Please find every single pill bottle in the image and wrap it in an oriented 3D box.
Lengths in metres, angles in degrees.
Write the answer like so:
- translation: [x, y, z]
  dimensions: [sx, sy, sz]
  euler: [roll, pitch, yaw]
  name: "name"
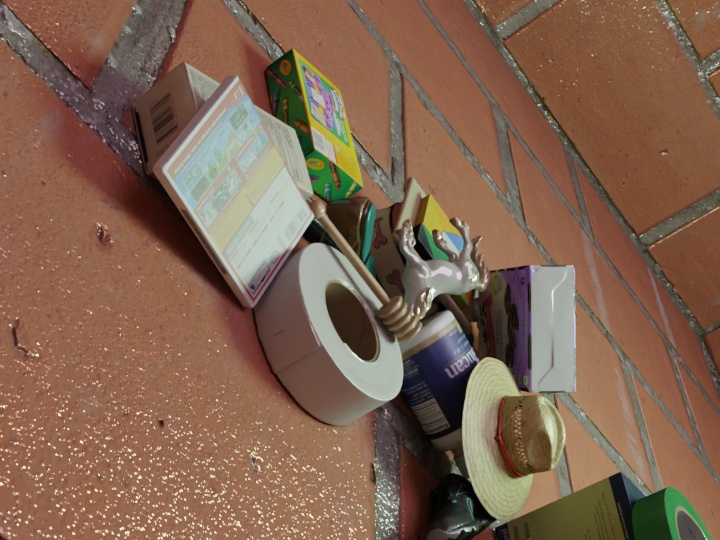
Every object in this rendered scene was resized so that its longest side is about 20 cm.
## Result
- translation: [0.121, 0.165, 1.277]
  dimensions: [0.202, 0.110, 0.111]
  euler: [60, 23, 0]
  name: "pill bottle"

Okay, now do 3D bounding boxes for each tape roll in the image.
- translation: [0.404, 0.371, 1.190]
  dimensions: [0.200, 0.048, 0.202]
  euler: [46, 27, -31]
  name: "tape roll"
- translation: [-0.035, 0.073, 1.119]
  dimensions: [0.202, 0.070, 0.204]
  euler: [46, 27, -31]
  name: "tape roll"

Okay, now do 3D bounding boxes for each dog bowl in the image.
- translation: [0.085, -0.016, 1.466]
  dimensions: [0.200, 0.073, 0.202]
  euler: [46, 26, -31]
  name: "dog bowl"

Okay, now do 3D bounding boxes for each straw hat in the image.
- translation: [0.207, 0.203, 1.201]
  dimensions: [0.200, 0.084, 0.205]
  euler: [24, 59, -50]
  name: "straw hat"

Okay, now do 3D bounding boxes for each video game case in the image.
- translation: [-0.127, -0.080, 1.025]
  dimensions: [0.144, 0.017, 0.202]
  euler: [-57, 137, -31]
  name: "video game case"

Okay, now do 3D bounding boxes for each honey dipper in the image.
- translation: [0.000, 0.000, 1.150]
  dimensions: [0.201, 0.038, 0.038]
  euler: [51, 24, -11]
  name: "honey dipper"

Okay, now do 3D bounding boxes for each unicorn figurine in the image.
- translation: [0.087, 0.006, 1.263]
  dimensions: [0.074, 0.196, 0.140]
  euler: [117, -39, -68]
  name: "unicorn figurine"

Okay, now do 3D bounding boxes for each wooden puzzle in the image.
- translation: [0.119, -0.028, 1.410]
  dimensions: [0.186, 0.037, 0.201]
  euler: [51, 25, -20]
  name: "wooden puzzle"

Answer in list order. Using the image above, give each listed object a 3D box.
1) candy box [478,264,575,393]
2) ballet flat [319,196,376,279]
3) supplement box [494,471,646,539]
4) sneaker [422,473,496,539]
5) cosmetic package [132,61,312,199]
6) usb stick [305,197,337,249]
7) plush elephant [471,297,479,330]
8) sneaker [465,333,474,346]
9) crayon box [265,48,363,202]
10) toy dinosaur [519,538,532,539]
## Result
- translation: [0.232, 0.082, 1.376]
  dimensions: [0.200, 0.070, 0.172]
  euler: [167, -77, -76]
  name: "candy box"
- translation: [-0.018, -0.014, 1.226]
  dimensions: [0.202, 0.071, 0.068]
  euler: [87, 21, -47]
  name: "ballet flat"
- translation: [0.303, 0.410, 1.252]
  dimensions: [0.134, 0.198, 0.202]
  euler: [41, 29, -35]
  name: "supplement box"
- translation: [0.106, 0.295, 1.168]
  dimensions: [0.080, 0.075, 0.200]
  euler: [55, 12, 16]
  name: "sneaker"
- translation: [-0.153, -0.136, 1.098]
  dimensions: [0.199, 0.087, 0.105]
  euler: [25, 40, -52]
  name: "cosmetic package"
- translation: [-0.065, -0.070, 1.271]
  dimensions: [0.200, 0.032, 0.056]
  euler: [42, 29, -35]
  name: "usb stick"
- translation: [0.248, 0.115, 1.556]
  dimensions: [0.164, 0.196, 0.158]
  euler: [-7, 86, -73]
  name: "plush elephant"
- translation: [0.156, 0.178, 1.375]
  dimensions: [0.077, 0.079, 0.203]
  euler: [22, 45, -55]
  name: "sneaker"
- translation: [-0.067, -0.207, 1.393]
  dimensions: [0.118, 0.058, 0.203]
  euler: [34, 34, -47]
  name: "crayon box"
- translation: [0.148, 0.348, 1.132]
  dimensions: [0.059, 0.100, 0.199]
  euler: [63, 23, 9]
  name: "toy dinosaur"
